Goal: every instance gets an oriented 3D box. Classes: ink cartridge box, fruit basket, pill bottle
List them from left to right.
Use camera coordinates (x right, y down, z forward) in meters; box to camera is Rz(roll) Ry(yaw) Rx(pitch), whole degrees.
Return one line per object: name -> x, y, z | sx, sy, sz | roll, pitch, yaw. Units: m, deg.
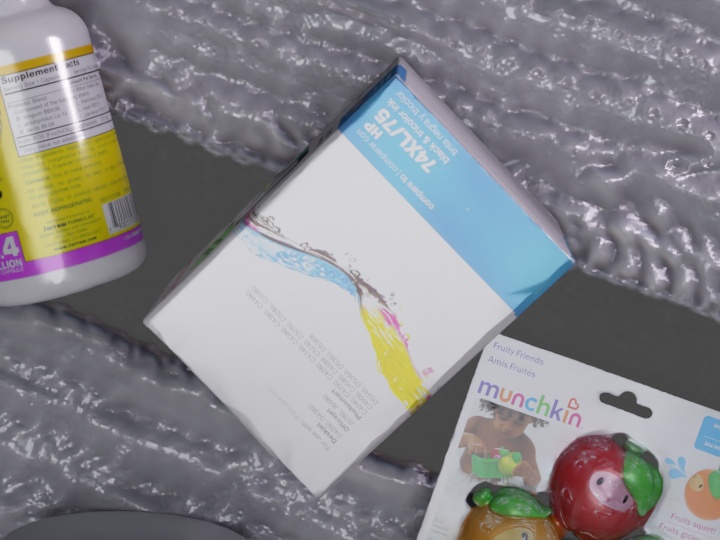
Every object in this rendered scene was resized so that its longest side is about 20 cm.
pill bottle -> -0.200, -0.087, 1.059 | 0.104, 0.104, 0.201 | -13, 99, 5
ink cartridge box -> 0.000, 0.000, 1.044 | 0.200, 0.147, 0.146 | -44, 96, 8
fruit basket -> 0.133, 0.162, 1.097 | 0.184, 0.094, 0.201 | 20, 97, -1

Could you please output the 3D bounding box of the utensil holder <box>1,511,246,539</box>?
utensil holder -> -0.146, 0.264, 1.092 | 0.169, 0.170, 0.201 | 4, 98, 2
